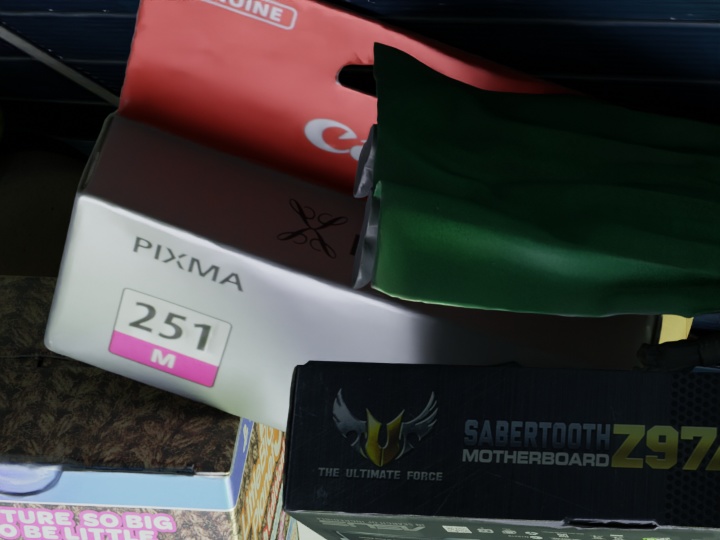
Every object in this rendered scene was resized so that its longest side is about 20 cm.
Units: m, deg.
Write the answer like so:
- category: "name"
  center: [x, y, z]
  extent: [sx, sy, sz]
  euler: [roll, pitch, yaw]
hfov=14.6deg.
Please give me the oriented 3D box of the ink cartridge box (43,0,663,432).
- category: "ink cartridge box"
  center: [0.004, -0.005, 0.927]
  extent: [0.199, 0.044, 0.174]
  euler: [19, 143, -1]

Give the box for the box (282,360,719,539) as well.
- category: "box"
  center: [0.091, 0.070, 0.866]
  extent: [0.199, 0.051, 0.158]
  euler: [2, 165, 16]

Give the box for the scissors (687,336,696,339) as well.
- category: "scissors"
  center: [0.130, 0.034, 1.143]
  extent: [0.199, 0.014, 0.073]
  euler: [5, 159, 45]

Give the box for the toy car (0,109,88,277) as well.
- category: "toy car"
  center: [-0.188, -0.014, 1.198]
  extent: [0.164, 0.158, 0.200]
  euler: [47, 180, -34]

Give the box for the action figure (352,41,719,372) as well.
- category: "action figure"
  center: [0.098, -0.008, 0.842]
  extent: [0.199, 0.119, 0.055]
  euler: [10, 133, -7]

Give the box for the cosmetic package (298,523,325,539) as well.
- category: "cosmetic package"
  center: [-0.032, 0.092, 1.243]
  extent: [0.199, 0.083, 0.051]
  euler: [-25, 128, 29]

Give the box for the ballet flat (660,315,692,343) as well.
- category: "ballet flat"
  center: [0.041, -0.001, 1.002]
  extent: [0.199, 0.063, 0.068]
  euler: [26, 166, -29]

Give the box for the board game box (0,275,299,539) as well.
- category: "board game box"
  center: [-0.109, 0.107, 1.077]
  extent: [0.158, 0.097, 0.201]
  euler: [3, 133, 8]
